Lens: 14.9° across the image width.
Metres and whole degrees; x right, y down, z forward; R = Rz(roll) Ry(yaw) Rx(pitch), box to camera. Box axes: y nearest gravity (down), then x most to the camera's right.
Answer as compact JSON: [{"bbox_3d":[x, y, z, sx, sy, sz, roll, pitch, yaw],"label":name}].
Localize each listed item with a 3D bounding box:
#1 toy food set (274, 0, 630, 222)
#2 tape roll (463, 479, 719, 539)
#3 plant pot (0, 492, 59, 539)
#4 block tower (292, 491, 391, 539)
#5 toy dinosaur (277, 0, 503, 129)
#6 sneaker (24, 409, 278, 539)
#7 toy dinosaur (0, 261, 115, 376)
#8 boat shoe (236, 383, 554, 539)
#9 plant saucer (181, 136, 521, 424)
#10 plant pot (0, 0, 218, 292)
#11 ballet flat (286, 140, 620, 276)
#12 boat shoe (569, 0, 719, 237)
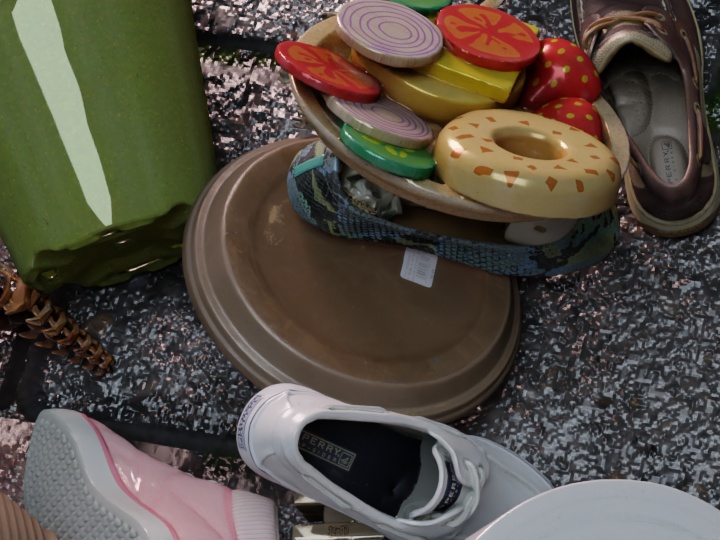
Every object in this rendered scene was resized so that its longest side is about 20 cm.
[{"bbox_3d":[0.053,-0.093,1.493,0.198,0.049,0.200,21,34,3],"label":"toy food set"},{"bbox_3d":[0.112,0.214,1.376,0.203,0.139,0.203,3,74,-12],"label":"tape roll"},{"bbox_3d":[-0.204,0.189,1.455,0.093,0.201,0.201,-2,65,-14],"label":"plant pot"},{"bbox_3d":[-0.006,0.136,1.522,0.058,0.054,0.200,-3,68,11],"label":"block tower"},{"bbox_3d":[0.020,-0.116,1.615,0.101,0.058,0.200,13,37,31],"label":"toy dinosaur"},{"bbox_3d":[-0.111,0.140,1.526,0.200,0.105,0.075,37,116,56],"label":"sneaker"},{"bbox_3d":[-0.245,0.023,1.587,0.200,0.102,0.136,7,61,8],"label":"toy dinosaur"},{"bbox_3d":[0.030,0.114,1.455,0.065,0.200,0.074,13,88,61],"label":"boat shoe"},{"bbox_3d":[0.000,0.000,1.533,0.200,0.029,0.200,12,50,-15],"label":"plant saucer"},{"bbox_3d":[-0.162,-0.095,1.598,0.200,0.200,0.190,-20,78,5],"label":"plant pot"},{"bbox_3d":[0.061,-0.040,1.524,0.200,0.074,0.074,4,66,-18],"label":"ballet flat"},{"bbox_3d":[0.161,-0.120,1.578,0.072,0.072,0.200,-12,65,8],"label":"boat shoe"}]
